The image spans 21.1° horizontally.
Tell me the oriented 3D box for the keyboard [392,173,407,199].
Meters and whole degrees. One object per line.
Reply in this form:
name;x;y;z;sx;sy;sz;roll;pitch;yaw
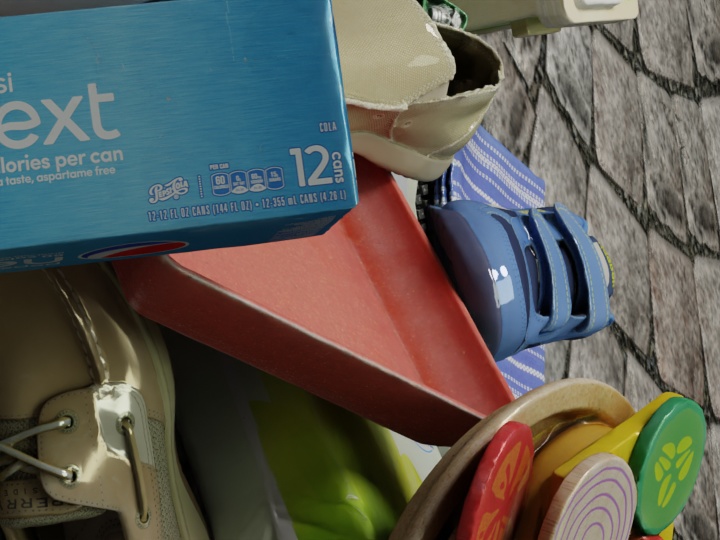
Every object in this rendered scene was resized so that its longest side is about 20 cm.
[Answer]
keyboard;-0.048;-0.045;0.837;0.199;0.011;0.057;3;80;-46

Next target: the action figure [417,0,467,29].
action figure;-0.028;-0.128;0.862;0.199;0.054;0.119;8;85;-43

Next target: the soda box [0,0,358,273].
soda box;-0.105;-0.035;0.569;0.064;0.198;0.069;150;-67;-78

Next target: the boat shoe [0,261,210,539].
boat shoe;-0.105;0.065;0.687;0.065;0.071;0.202;-58;139;-56

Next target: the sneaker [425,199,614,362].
sneaker;0.074;0.001;0.881;0.200;0.081;0.075;-21;104;-83

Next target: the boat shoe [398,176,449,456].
boat shoe;0.000;0.000;0.939;0.072;0.060;0.203;-176;-105;-70

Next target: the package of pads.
package of pads;-0.011;0.090;0.799;0.155;0.068;0.201;45;18;-52

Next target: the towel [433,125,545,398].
towel;0.079;0.017;1.095;0.145;0.024;0.202;35;52;-57

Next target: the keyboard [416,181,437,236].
keyboard;0.040;-0.021;1.076;0.127;0.020;0.202;-23;103;-64

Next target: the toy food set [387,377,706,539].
toy food set;0.060;0.133;0.712;0.199;0.048;0.200;-27;126;-45

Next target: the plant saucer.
plant saucer;-0.040;-0.022;0.740;0.199;0.037;0.200;29;24;-42

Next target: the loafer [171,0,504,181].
loafer;-0.005;-0.090;0.794;0.076;0.068;0.200;52;20;22

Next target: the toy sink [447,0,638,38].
toy sink;0.075;-0.174;0.992;0.130;0.198;0.113;-21;101;-65

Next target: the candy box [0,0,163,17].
candy box;-0.102;-0.161;0.646;0.072;0.167;0.201;52;36;-34
